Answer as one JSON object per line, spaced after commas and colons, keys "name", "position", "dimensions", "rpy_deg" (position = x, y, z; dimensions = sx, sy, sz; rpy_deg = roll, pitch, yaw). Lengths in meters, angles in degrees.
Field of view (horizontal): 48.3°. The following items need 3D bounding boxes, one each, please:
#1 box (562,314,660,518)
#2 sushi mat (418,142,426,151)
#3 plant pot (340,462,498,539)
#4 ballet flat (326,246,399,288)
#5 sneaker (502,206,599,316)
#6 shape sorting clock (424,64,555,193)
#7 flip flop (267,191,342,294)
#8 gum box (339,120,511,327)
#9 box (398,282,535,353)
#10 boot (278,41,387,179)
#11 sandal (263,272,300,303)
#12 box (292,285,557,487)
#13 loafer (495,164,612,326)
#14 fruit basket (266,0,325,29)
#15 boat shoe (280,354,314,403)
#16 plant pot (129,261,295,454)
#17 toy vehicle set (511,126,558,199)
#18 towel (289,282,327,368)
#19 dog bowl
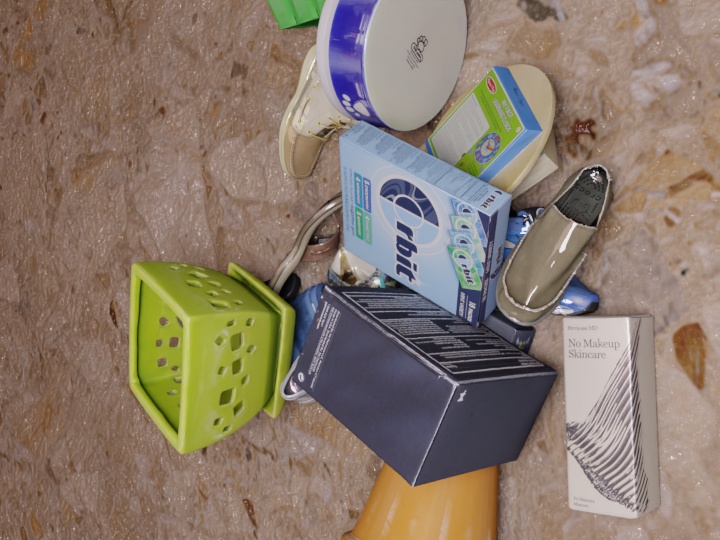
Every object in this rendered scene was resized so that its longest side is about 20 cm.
{"name": "box", "position": [0.264, 0.149, 0.848], "dimensions": [0.081, 0.068, 0.204], "rpy_deg": [-6, 85, 41]}
{"name": "sushi mat", "position": [0.052, -0.111, 1.055], "dimensions": [0.199, 0.012, 0.097], "rpy_deg": [-34, 34, 38]}
{"name": "plant pot", "position": [0.082, 0.297, 0.941], "dimensions": [0.198, 0.199, 0.186], "rpy_deg": [8, 78, 42]}
{"name": "ballet flat", "position": [0.000, 0.000, 1.050], "dimensions": [0.200, 0.073, 0.076], "rpy_deg": [32, 111, 63]}
{"name": "sneaker", "position": [0.194, -0.023, 0.912], "dimensions": [0.200, 0.078, 0.090], "rpy_deg": [45, 119, 34]}
{"name": "shape sorting clock", "position": [0.140, -0.145, 0.915], "dimensions": [0.199, 0.039, 0.202], "rpy_deg": [-39, 37, 37]}
{"name": "flip flop", "position": [-0.067, -0.034, 1.157], "dimensions": [0.057, 0.081, 0.201], "rpy_deg": [36, 107, -2]}
{"name": "gum box", "position": [0.066, -0.051, 0.893], "dimensions": [0.199, 0.044, 0.172], "rpy_deg": [31, 144, 28]}
{"name": "box", "position": [0.104, 0.101, 1.006], "dimensions": [0.199, 0.051, 0.160], "rpy_deg": [30, 108, 40]}
{"name": "boot", "position": [-0.032, -0.208, 1.130], "dimensions": [0.154, 0.072, 0.203], "rpy_deg": [29, 107, 36]}
{"name": "sandal", "position": [-0.169, 0.059, 1.252], "dimensions": [0.198, 0.045, 0.076], "rpy_deg": [-17, 46, 28]}
{"name": "box", "position": [0.068, 0.116, 0.869], "dimensions": [0.197, 0.198, 0.125], "rpy_deg": [33, 109, 39]}
{"name": "loafer", "position": [0.205, -0.035, 0.844], "dimensions": [0.074, 0.070, 0.202], "rpy_deg": [27, 72, 15]}
{"name": "fruit basket", "position": [-0.043, -0.454, 1.109], "dimensions": [0.213, 0.155, 0.219], "rpy_deg": [17, 116, 36]}
{"name": "boat shoe", "position": [-0.028, 0.100, 1.081], "dimensions": [0.202, 0.065, 0.075], "rpy_deg": [-44, 77, 4]}
{"name": "plant pot", "position": [-0.202, 0.104, 1.112], "dimensions": [0.198, 0.179, 0.203], "rpy_deg": [32, 120, 47]}
{"name": "toy vehicle set", "position": [0.143, -0.116, 0.954], "dimensions": [0.199, 0.026, 0.126], "rpy_deg": [-36, 34, 35]}
{"name": "towel", "position": [-0.101, 0.112, 1.194], "dimensions": [0.200, 0.048, 0.113], "rpy_deg": [-41, 62, 34]}
{"name": "dog bowl", "position": [0.042, -0.275, 0.977], "dimensions": [0.078, 0.199, 0.203], "rpy_deg": [23, 104, 37]}
